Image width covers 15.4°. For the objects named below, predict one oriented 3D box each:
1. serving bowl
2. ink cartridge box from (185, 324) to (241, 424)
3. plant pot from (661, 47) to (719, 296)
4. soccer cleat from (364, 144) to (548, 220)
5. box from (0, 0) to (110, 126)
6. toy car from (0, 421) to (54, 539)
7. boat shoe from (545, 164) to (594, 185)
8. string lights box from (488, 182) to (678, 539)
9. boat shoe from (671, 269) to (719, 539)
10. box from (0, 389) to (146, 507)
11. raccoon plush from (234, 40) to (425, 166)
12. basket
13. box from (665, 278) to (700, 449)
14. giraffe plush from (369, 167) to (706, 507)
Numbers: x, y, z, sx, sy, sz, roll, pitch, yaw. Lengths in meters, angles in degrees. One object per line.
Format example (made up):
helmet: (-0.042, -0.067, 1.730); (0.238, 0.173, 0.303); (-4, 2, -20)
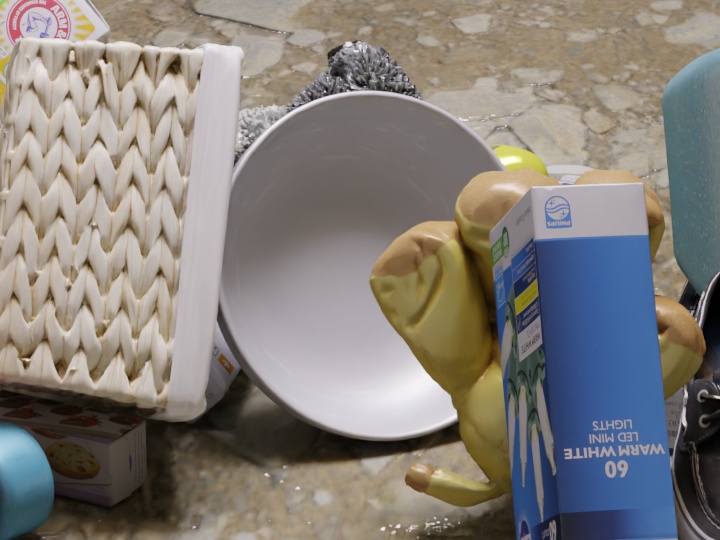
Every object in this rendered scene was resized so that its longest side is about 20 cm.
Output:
serving bowl: (0.000, 0.000, 1.534); (0.199, 0.201, 0.066); (-8, -4, -22)
ink cartridge box: (-0.135, -0.024, 1.607); (0.198, 0.047, 0.200); (45, 19, -6)
plant pot: (0.286, -0.059, 1.547); (0.196, 0.197, 0.200); (-16, 16, -39)
soccer cleat: (0.014, -0.035, 1.608); (0.199, 0.065, 0.084); (-9, -3, 15)
box: (-0.260, -0.116, 1.606); (0.200, 0.101, 0.112); (-42, 8, -10)
toy car: (-0.273, 0.052, 1.341); (0.177, 0.201, 0.184); (18, 27, 40)
boat shoe: (0.097, -0.032, 1.764); (0.201, 0.075, 0.065); (-3, 15, -29)
string lights box: (0.107, 0.067, 1.274); (0.059, 0.201, 0.103); (-2, -12, -9)
boat shoe: (0.201, 0.072, 1.414); (0.070, 0.066, 0.200); (2, 40, 12)
box: (-0.211, 0.089, 1.477); (0.199, 0.042, 0.039); (11, 22, 25)
raccoon plush: (-0.013, -0.068, 1.688); (0.134, 0.097, 0.200); (-37, 31, -16)
basket: (-0.140, -0.024, 1.443); (0.123, 0.201, 0.136); (8, -5, -10)
box: (0.277, 0.056, 1.559); (0.198, 0.050, 0.200); (6, 21, 14)
giraffe plush: (0.106, 0.041, 1.440); (0.172, 0.201, 0.162); (-1, 6, 13)
